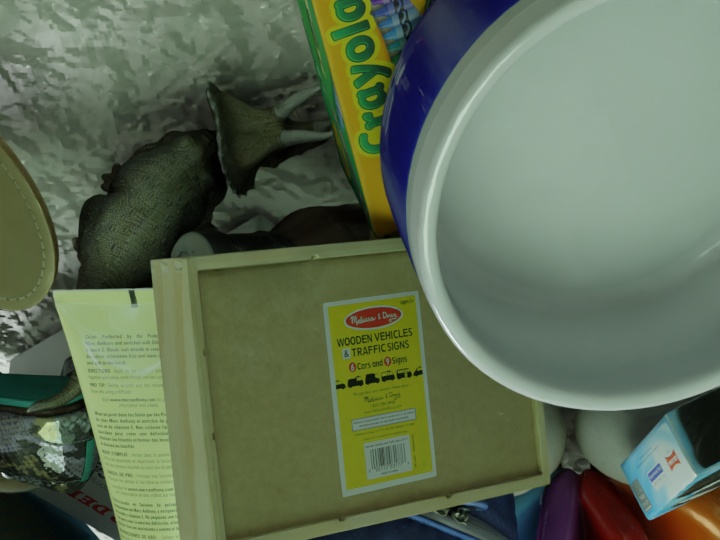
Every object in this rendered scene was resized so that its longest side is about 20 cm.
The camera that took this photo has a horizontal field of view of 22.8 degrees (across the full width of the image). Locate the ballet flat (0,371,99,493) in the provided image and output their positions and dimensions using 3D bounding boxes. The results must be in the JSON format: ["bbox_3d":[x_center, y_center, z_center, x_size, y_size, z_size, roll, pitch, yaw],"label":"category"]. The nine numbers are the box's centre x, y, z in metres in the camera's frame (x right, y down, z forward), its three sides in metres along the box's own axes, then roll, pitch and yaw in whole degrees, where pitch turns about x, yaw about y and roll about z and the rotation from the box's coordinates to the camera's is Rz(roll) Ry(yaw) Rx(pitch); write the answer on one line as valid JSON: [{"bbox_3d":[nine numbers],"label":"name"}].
[{"bbox_3d":[-0.211,0.080,0.954,0.200,0.072,0.072,11,151,40],"label":"ballet flat"}]

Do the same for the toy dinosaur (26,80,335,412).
[{"bbox_3d":[-0.104,-0.023,0.850,0.077,0.200,0.102,45,154,2],"label":"toy dinosaur"}]

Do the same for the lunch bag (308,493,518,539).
[{"bbox_3d":[-0.004,0.153,0.919,0.135,0.133,0.200,24,135,-26],"label":"lunch bag"}]

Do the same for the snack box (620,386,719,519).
[{"bbox_3d":[0.237,0.061,0.913,0.199,0.037,0.116,-24,165,-10],"label":"snack box"}]

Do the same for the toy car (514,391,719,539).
[{"bbox_3d":[0.127,0.150,1.024,0.199,0.150,0.175,-6,139,8],"label":"toy car"}]

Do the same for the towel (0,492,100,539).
[{"bbox_3d":[-0.152,0.172,0.940,0.022,0.147,0.200,-45,171,1],"label":"towel"}]

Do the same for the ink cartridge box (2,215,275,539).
[{"bbox_3d":[-0.083,0.076,0.995,0.200,0.084,0.144,-28,132,31],"label":"ink cartridge box"}]

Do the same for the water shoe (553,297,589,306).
[{"bbox_3d":[0.148,0.014,0.880,0.199,0.079,0.072,-1,100,-25],"label":"water shoe"}]

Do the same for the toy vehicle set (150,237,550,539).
[{"bbox_3d":[0.002,0.049,0.798,0.199,0.125,0.026,-5,180,-40],"label":"toy vehicle set"}]

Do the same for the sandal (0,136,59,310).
[{"bbox_3d":[-0.216,-0.075,0.848,0.212,0.070,0.078,41,114,-9],"label":"sandal"}]

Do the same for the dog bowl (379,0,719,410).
[{"bbox_3d":[0.110,-0.045,0.735,0.199,0.079,0.201,-7,121,-11],"label":"dog bowl"}]

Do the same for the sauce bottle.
[{"bbox_3d":[0.000,0.000,0.859,0.199,0.065,0.065,-5,149,-39],"label":"sauce bottle"}]

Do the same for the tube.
[{"bbox_3d":[-0.086,0.100,0.821,0.058,0.052,0.201,-17,111,-20],"label":"tube"}]

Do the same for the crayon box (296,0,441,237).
[{"bbox_3d":[0.035,-0.117,0.764,0.118,0.058,0.200,-20,138,-4],"label":"crayon box"}]
